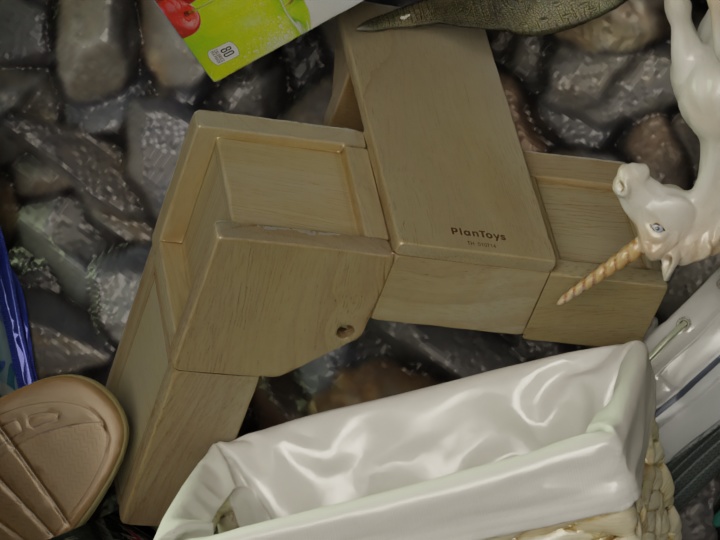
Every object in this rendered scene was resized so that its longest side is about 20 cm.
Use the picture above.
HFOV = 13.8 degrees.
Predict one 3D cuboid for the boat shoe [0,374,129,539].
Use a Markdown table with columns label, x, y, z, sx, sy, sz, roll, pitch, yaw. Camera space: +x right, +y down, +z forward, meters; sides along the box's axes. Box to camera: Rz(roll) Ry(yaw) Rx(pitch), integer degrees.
| label | x | y | z | sx | sy | sz | roll | pitch | yaw |
| --- | --- | --- | --- | --- | --- | --- | --- | --- | --- |
| boat shoe | -0.168 | 0.117 | 1.329 | 0.200 | 0.064 | 0.071 | -45 | 79 | 21 |

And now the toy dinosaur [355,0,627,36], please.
| label | x | y | z | sx | sy | sz | roll | pitch | yaw |
| --- | --- | --- | --- | --- | --- | --- | --- | --- | --- |
| toy dinosaur | 0.094 | -0.145 | 1.295 | 0.199 | 0.077 | 0.102 | -21 | 54 | -11 |

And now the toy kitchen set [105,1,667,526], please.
| label | x | y | z | sx | sy | sz | roll | pitch | yaw |
| --- | --- | --- | --- | --- | --- | --- | --- | --- | --- |
| toy kitchen set | 0.000 | 0.000 | 1.332 | 0.199 | 0.181 | 0.164 | 6 | 42 | -18 |

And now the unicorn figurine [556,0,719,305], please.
| label | x | y | z | sx | sy | sz | roll | pitch | yaw |
| --- | --- | --- | --- | --- | --- | --- | --- | --- | --- |
| unicorn figurine | 0.147 | -0.092 | 1.215 | 0.074 | 0.138 | 0.200 | 16 | 51 | 40 |

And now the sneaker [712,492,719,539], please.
| label | x | y | z | sx | sy | sz | roll | pitch | yaw |
| --- | --- | --- | --- | --- | --- | --- | --- | --- | --- |
| sneaker | 0.198 | 0.089 | 1.250 | 0.071 | 0.080 | 0.201 | 31 | 109 | 42 |

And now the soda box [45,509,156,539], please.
| label | x | y | z | sx | sy | sz | roll | pitch | yaw |
| --- | --- | --- | --- | --- | --- | --- | --- | --- | --- |
| soda box | -0.112 | 0.151 | 1.266 | 0.063 | 0.200 | 0.071 | 36 | 93 | 4 |

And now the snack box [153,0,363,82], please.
| label | x | y | z | sx | sy | sz | roll | pitch | yaw |
| --- | --- | --- | --- | --- | --- | --- | --- | --- | --- |
| snack box | -0.019 | -0.193 | 1.231 | 0.199 | 0.169 | 0.068 | -29 | 46 | 7 |

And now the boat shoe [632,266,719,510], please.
| label | x | y | z | sx | sy | sz | roll | pitch | yaw |
| --- | --- | --- | --- | --- | --- | --- | --- | --- | --- |
| boat shoe | 0.141 | 0.049 | 1.303 | 0.200 | 0.074 | 0.067 | -39 | 66 | -4 |

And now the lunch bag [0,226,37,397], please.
| label | x | y | z | sx | sy | sz | roll | pitch | yaw |
| --- | --- | --- | --- | --- | --- | --- | --- | --- | --- |
| lunch bag | -0.243 | 0.024 | 1.341 | 0.169 | 0.128 | 0.201 | -12 | 113 | 9 |

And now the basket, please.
| label | x | y | z | sx | sy | sz | roll | pitch | yaw |
| --- | --- | --- | --- | --- | --- | --- | --- | --- | --- |
| basket | 0.033 | 0.123 | 1.207 | 0.199 | 0.136 | 0.124 | -15 | 103 | 14 |
